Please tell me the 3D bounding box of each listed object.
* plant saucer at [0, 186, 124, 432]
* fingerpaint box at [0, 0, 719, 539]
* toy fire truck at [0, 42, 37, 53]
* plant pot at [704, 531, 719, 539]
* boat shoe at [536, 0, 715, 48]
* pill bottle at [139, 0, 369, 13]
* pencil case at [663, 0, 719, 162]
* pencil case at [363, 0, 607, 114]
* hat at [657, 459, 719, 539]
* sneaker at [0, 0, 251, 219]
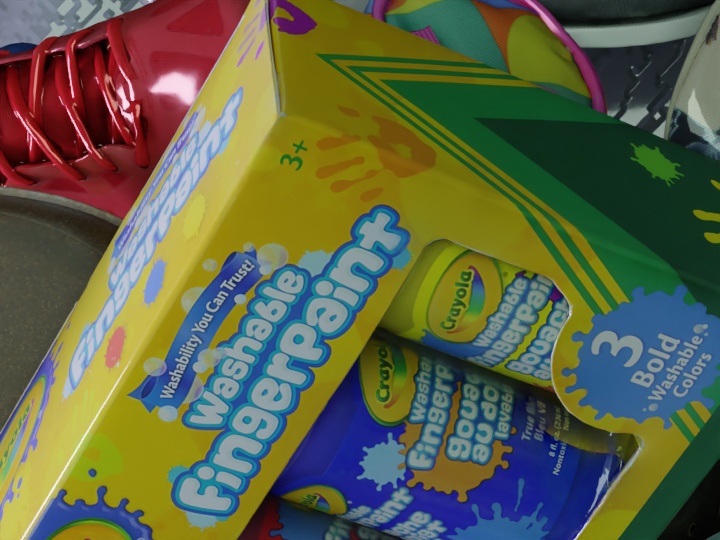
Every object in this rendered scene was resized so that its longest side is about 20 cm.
[{"bbox_3d":[-0.130,0.057,0.858,0.200,0.032,0.200,-9,122,-15],"label":"plant saucer"},{"bbox_3d":[0.002,0.041,0.800,0.167,0.073,0.200,21,122,-20],"label":"fingerpaint box"},{"bbox_3d":[-0.148,0.007,0.967,0.168,0.112,0.200,-35,85,-20],"label":"toy fire truck"},{"bbox_3d":[0.162,0.184,0.853,0.200,0.134,0.201,-11,122,-17],"label":"plant pot"},{"bbox_3d":[0.117,-0.118,0.913,0.200,0.076,0.060,-16,122,-28],"label":"boat shoe"},{"bbox_3d":[0.017,-0.143,0.938,0.200,0.113,0.113,-44,84,3],"label":"pill bottle"},{"bbox_3d":[0.183,-0.015,0.815,0.200,0.078,0.090,24,82,28],"label":"pencil case"},{"bbox_3d":[0.000,0.000,0.882,0.088,0.088,0.200,36,128,6],"label":"pencil case"},{"bbox_3d":[0.063,0.062,0.914,0.200,0.081,0.201,-4,83,35],"label":"hat"},{"bbox_3d":[-0.095,-0.039,0.846,0.115,0.200,0.078,-4,80,-29],"label":"sneaker"}]
